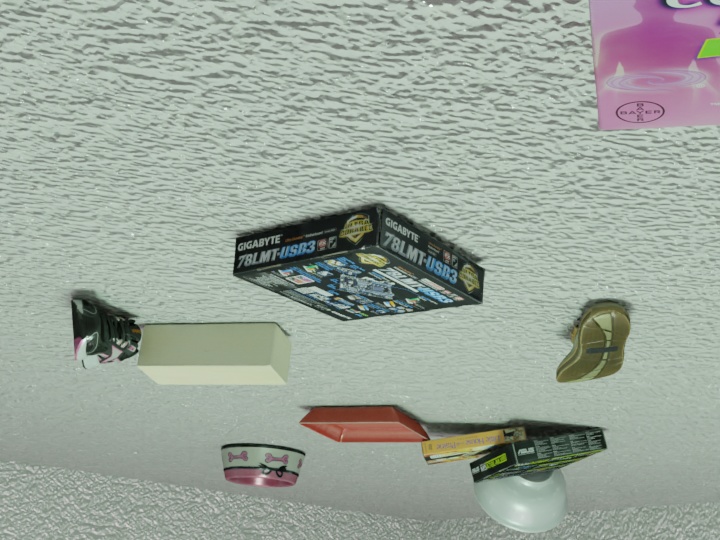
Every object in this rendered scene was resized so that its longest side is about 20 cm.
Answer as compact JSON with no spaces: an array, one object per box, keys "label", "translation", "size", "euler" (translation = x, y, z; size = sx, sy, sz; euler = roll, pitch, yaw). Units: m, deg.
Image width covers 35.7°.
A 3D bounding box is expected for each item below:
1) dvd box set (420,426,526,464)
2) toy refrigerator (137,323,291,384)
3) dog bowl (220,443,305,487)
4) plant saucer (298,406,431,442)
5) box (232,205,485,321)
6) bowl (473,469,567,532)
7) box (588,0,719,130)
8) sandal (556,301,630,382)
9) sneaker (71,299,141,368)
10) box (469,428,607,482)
[{"label":"dvd box set","translation":[0.220,0.339,2.157],"size":[0.197,0.030,0.146],"euler":[-9,162,4]},{"label":"toy refrigerator","translation":[-0.202,0.115,1.563],"size":[0.198,0.071,0.076],"euler":[-2,154,16]},{"label":"dog bowl","translation":[-0.228,0.455,2.593],"size":[0.197,0.075,0.200],"euler":[4,162,1]},{"label":"plant saucer","translation":[0.012,0.288,2.094],"size":[0.198,0.037,0.200],"euler":[-3,161,22]},{"label":"box","translation":[0.000,0.000,1.199],"size":[0.197,0.050,0.199],"euler":[-11,156,37]},{"label":"bowl","translation":[0.333,0.420,2.254],"size":[0.199,0.202,0.091],"euler":[7,128,-9]},{"label":"box","translation":[0.209,-0.161,0.587],"size":[0.174,0.098,0.200],"euler":[0,161,14]},{"label":"sandal","translation":[0.294,0.086,1.409],"size":[0.079,0.055,0.201],"euler":[-2,147,-2]},{"label":"sneaker","translation":[-0.339,0.082,1.506],"size":[0.085,0.081,0.200],"euler":[-6,171,-9]},{"label":"box","translation":[0.333,0.351,2.115],"size":[0.198,0.048,0.193],"euler":[-5,159,-21]}]
